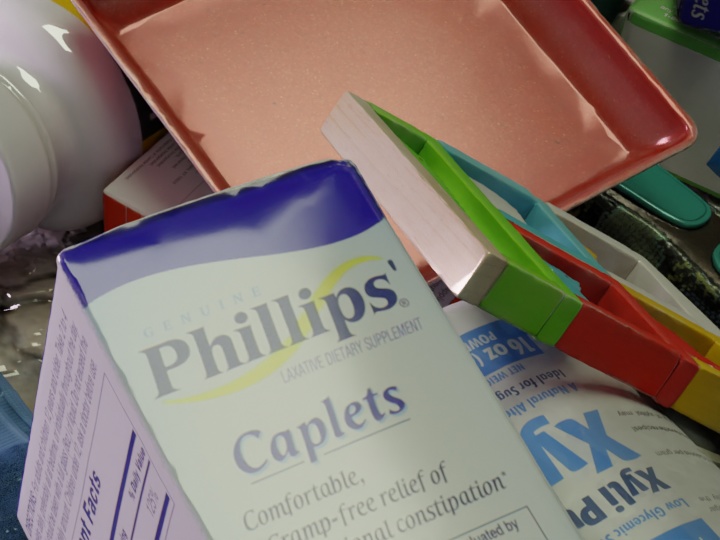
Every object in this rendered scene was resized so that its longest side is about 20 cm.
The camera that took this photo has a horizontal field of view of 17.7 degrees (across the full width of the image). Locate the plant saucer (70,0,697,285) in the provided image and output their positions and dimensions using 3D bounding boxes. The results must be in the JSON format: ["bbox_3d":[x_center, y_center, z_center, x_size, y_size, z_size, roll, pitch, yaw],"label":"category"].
[{"bbox_3d":[0.007,-0.079,0.977,0.199,0.037,0.200,-27,66,-26],"label":"plant saucer"}]

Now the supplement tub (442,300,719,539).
[{"bbox_3d":[0.080,0.114,0.820,0.131,0.133,0.200,-16,44,-30],"label":"supplement tub"}]

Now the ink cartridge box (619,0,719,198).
[{"bbox_3d":[0.230,-0.113,1.183,0.145,0.084,0.200,25,40,18],"label":"ink cartridge box"}]

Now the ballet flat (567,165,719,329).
[{"bbox_3d":[0.150,0.005,1.030,0.074,0.075,0.200,-27,55,-39],"label":"ballet flat"}]

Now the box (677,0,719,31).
[{"bbox_3d":[0.260,-0.200,1.068,0.198,0.185,0.105,9,37,-1],"label":"box"}]

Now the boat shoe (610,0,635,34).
[{"bbox_3d":[0.053,-0.150,1.198,0.199,0.070,0.071,26,40,17],"label":"boat shoe"}]

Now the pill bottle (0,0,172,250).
[{"bbox_3d":[-0.121,-0.086,1.041,0.111,0.112,0.200,28,42,21],"label":"pill bottle"}]

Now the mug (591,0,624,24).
[{"bbox_3d":[0.062,-0.166,1.105,0.151,0.115,0.186,7,72,2],"label":"mug"}]

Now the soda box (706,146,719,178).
[{"bbox_3d":[0.255,-0.009,1.027,0.200,0.064,0.068,46,48,13],"label":"soda box"}]

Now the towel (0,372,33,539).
[{"bbox_3d":[-0.156,0.091,0.860,0.111,0.049,0.200,-19,47,-32],"label":"towel"}]

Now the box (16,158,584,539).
[{"bbox_3d":[-0.016,0.101,0.722,0.104,0.184,0.201,-22,67,-24],"label":"box"}]

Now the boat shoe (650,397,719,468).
[{"bbox_3d":[0.160,0.095,0.913,0.199,0.072,0.067,32,36,25],"label":"boat shoe"}]

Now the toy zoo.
[{"bbox_3d":[0.086,0.008,0.865,0.199,0.021,0.131,27,15,-34],"label":"toy zoo"}]

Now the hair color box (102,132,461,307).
[{"bbox_3d":[0.000,0.000,0.991,0.199,0.064,0.111,28,50,22],"label":"hair color box"}]
